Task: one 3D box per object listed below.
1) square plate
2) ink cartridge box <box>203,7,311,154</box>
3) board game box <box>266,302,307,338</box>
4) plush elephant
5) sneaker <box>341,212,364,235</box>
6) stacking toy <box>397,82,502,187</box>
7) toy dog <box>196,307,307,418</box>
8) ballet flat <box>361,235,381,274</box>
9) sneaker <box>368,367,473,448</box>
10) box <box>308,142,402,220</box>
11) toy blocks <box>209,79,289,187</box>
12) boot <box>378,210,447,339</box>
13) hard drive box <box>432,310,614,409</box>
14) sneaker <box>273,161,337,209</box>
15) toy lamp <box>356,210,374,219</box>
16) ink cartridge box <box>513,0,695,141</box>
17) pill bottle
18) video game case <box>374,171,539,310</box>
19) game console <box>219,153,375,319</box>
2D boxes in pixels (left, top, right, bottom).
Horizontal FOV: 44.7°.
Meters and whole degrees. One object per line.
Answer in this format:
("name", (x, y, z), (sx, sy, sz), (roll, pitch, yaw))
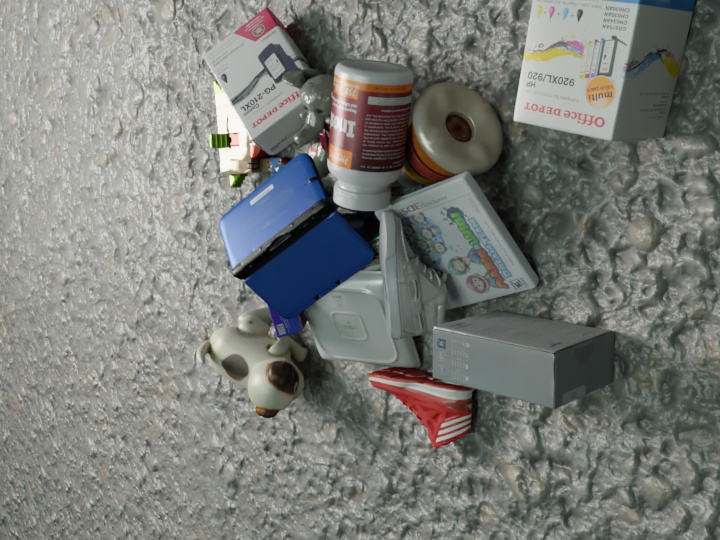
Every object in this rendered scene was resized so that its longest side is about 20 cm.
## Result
("square plate", (-0.015, 0.083, 1.439), (0.199, 0.028, 0.199), (2, 128, 30))
("ink cartridge box", (-0.158, -0.326, 1.519), (0.144, 0.084, 0.201), (-34, 70, 10))
("board game box", (-0.143, 0.005, 1.493), (0.045, 0.134, 0.201), (-16, 94, 1))
("plush elephant", (-0.044, -0.240, 1.376), (0.164, 0.154, 0.201), (23, 96, 41))
("sneaker", (-0.066, -0.040, 1.531), (0.199, 0.080, 0.116), (5, 105, 51))
("stacking toy", (0.106, -0.174, 1.315), (0.200, 0.146, 0.147), (-40, 69, 58))
("toy dog", (-0.181, 0.173, 1.602), (0.200, 0.193, 0.140), (40, 111, 40))
("ballet flat", (0.000, 0.000, 1.419), (0.200, 0.068, 0.076), (-23, 80, 42))
("sneaker", (0.093, 0.225, 1.415), (0.199, 0.078, 0.116), (6, 100, 45))
("box", (-0.013, -0.158, 1.479), (0.199, 0.035, 0.111), (22, 112, 40))
("toy blocks", (-0.195, -0.256, 1.614), (0.136, 0.100, 0.201), (0, 97, 33))
("boot", (0.081, 0.003, 1.315), (0.074, 0.095, 0.201), (-110, 14, -69))
("hard drive box", (0.223, 0.116, 1.211), (0.199, 0.155, 0.077), (9, 104, 44))
("sneaker", (-0.099, -0.125, 1.494), (0.200, 0.085, 0.077), (50, 126, 56))
("toy lamp", (0.090, -0.078, 1.356), (0.199, 0.058, 0.059), (19, 111, 24))
("ink cartridge box", (0.298, -0.270, 1.076), (0.147, 0.144, 0.201), (22, 113, 39))
("pill bottle", (0.011, -0.193, 1.256), (0.113, 0.113, 0.201), (25, 119, 39))
("video game case", (0.140, -0.036, 1.293), (0.182, 0.024, 0.200), (-18, 116, 44))
("game console", (-0.103, -0.052, 1.386), (0.200, 0.118, 0.171), (-35, 56, 21))
